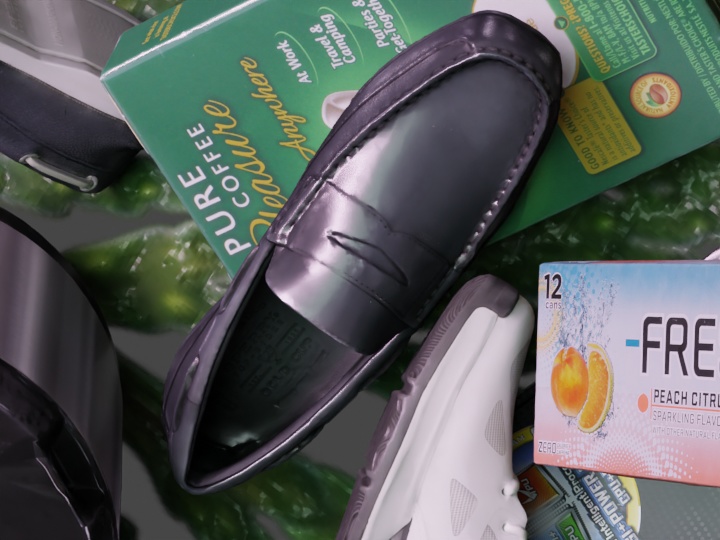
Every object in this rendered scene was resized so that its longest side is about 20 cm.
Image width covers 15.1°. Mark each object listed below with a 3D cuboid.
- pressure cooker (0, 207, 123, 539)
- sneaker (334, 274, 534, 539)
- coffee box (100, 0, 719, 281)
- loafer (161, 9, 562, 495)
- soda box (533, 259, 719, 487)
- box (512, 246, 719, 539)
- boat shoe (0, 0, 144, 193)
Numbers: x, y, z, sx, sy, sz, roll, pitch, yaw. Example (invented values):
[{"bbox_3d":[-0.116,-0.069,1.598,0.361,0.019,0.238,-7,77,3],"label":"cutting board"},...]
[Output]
[{"bbox_3d":[-0.169,0.065,0.956,0.176,0.200,0.179,-35,111,11],"label":"pressure cooker"},{"bbox_3d":[0.045,0.109,0.899,0.115,0.076,0.201,20,90,0],"label":"sneaker"},{"bbox_3d":[0.025,-0.068,0.929,0.200,0.044,0.123,-26,114,20],"label":"coffee box"},{"bbox_3d":[0.000,0.000,0.904,0.068,0.070,0.201,33,119,-13],"label":"loafer"},{"bbox_3d":[0.129,0.031,0.799,0.200,0.063,0.069,1,89,61],"label":"soda box"},{"bbox_3d":[0.138,0.104,0.910,0.160,0.044,0.200,-36,76,17],"label":"box"},{"bbox_3d":[-0.154,-0.085,0.962,0.060,0.200,0.076,-47,30,25],"label":"boat shoe"}]
